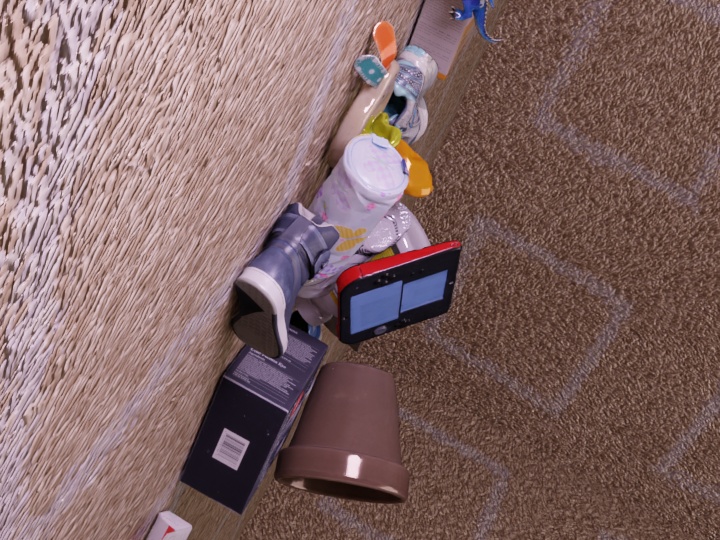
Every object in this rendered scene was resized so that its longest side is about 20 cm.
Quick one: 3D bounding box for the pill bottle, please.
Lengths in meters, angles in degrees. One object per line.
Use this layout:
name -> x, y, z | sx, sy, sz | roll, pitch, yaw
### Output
pill bottle -> 0.000, 0.000, 1.616 | 0.198, 0.114, 0.113 | -27, -171, 19

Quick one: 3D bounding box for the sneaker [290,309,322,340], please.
sneaker -> -0.132, 0.146, 1.773 | 0.202, 0.077, 0.089 | -63, 161, -16

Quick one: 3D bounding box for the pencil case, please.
pencil case -> -0.020, -0.075, 1.355 | 0.200, 0.082, 0.092 | -52, -138, 47

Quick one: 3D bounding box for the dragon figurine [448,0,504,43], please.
dragon figurine -> 0.154, -0.373, 1.466 | 0.098, 0.201, 0.059 | -9, -143, 44

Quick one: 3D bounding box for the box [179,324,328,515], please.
box -> -0.147, 0.199, 1.584 | 0.202, 0.103, 0.183 | -65, 177, 30

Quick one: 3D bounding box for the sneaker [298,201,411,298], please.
sneaker -> -0.027, -0.029, 1.526 | 0.198, 0.076, 0.115 | -28, 170, -20

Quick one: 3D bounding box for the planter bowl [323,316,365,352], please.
planter bowl -> -0.015, 0.014, 1.858 | 0.203, 0.133, 0.200 | -62, 177, -6

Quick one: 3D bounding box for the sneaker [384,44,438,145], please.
sneaker -> 0.050, -0.235, 1.621 | 0.086, 0.077, 0.201 | -47, 163, -25

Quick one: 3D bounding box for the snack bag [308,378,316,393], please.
snack bag -> -0.165, 0.268, 1.859 | 0.199, 0.021, 0.189 | -41, -172, 23

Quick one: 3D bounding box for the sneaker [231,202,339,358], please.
sneaker -> -0.085, 0.010, 1.320 | 0.147, 0.076, 0.203 | -58, 173, -27

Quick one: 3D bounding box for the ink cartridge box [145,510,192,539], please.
ink cartridge box -> -0.294, 0.405, 1.495 | 0.163, 0.050, 0.200 | -62, 172, -8

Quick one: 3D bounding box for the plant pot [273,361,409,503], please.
plant pot -> -0.016, 0.233, 1.634 | 0.201, 0.196, 0.178 | 107, -7, -71

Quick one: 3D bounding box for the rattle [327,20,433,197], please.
rattle -> 0.044, -0.182, 1.351 | 0.130, 0.143, 0.201 | -34, 164, -41

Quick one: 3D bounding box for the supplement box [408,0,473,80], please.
supplement box -> 0.140, -0.392, 1.612 | 0.127, 0.073, 0.201 | -60, 175, -38

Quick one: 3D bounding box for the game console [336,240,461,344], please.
game console -> 0.050, 0.034, 1.551 | 0.201, 0.174, 0.031 | 93, -18, -62
